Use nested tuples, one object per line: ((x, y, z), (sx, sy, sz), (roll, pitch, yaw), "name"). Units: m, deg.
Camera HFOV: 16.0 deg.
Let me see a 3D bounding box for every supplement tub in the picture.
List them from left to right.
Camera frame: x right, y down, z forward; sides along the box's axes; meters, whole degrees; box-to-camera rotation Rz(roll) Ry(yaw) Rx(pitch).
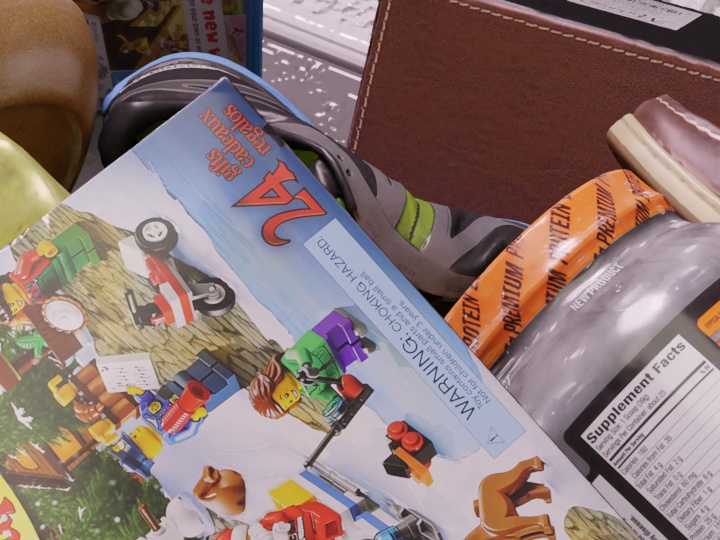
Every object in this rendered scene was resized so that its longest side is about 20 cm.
((0.113, 0.072, 0.701), (0.122, 0.123, 0.200), (-35, 71, -31), "supplement tub")

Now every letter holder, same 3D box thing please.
((0.099, -0.014, 0.875), (0.200, 0.142, 0.101), (17, 16, 13), "letter holder")

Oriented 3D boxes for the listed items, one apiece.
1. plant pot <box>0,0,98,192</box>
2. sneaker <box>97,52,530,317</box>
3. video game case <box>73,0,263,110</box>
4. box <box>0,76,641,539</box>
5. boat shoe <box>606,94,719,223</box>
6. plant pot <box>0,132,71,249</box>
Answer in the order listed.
((-0.151, -0.004, 0.777), (0.200, 0.200, 0.027), (-35, 74, -31), "plant pot")
((0.000, 0.000, 0.812), (0.199, 0.071, 0.083), (31, 18, 6), "sneaker")
((-0.134, -0.110, 0.906), (0.199, 0.143, 0.018), (2, 52, -2), "video game case")
((-0.016, 0.075, 0.557), (0.137, 0.038, 0.200), (-40, 84, -23), "box")
((0.167, -0.001, 0.769), (0.200, 0.072, 0.072), (37, 89, 20), "boat shoe")
((-0.105, 0.058, 0.681), (0.200, 0.184, 0.201), (-8, 57, 13), "plant pot")
